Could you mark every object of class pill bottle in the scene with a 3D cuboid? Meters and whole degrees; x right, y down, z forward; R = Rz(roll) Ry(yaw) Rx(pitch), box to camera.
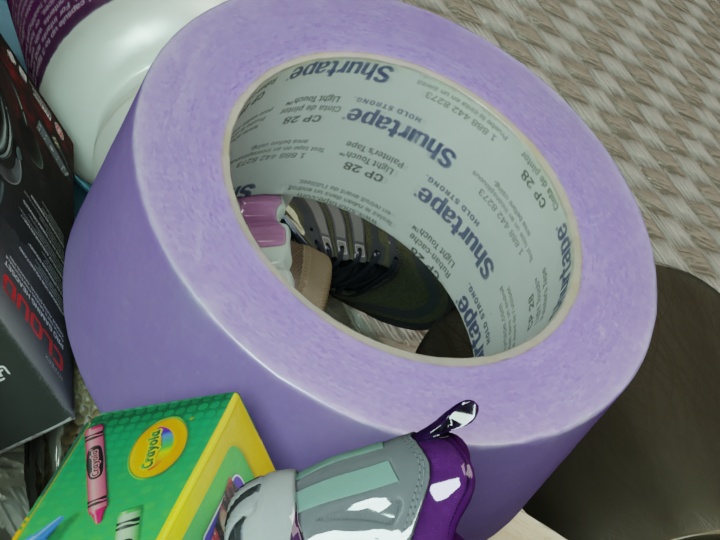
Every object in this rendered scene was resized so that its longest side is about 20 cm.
[{"bbox_3d":[-0.092,-0.102,0.933,0.112,0.112,0.200,28,28,-41],"label":"pill bottle"}]

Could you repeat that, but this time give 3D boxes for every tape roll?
[{"bbox_3d":[0.000,0.000,0.769,0.199,0.085,0.201,15,49,-17],"label":"tape roll"}]

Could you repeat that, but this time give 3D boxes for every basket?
[{"bbox_3d":[0.131,0.104,1.026,0.179,0.137,0.200,-1,33,-12],"label":"basket"}]

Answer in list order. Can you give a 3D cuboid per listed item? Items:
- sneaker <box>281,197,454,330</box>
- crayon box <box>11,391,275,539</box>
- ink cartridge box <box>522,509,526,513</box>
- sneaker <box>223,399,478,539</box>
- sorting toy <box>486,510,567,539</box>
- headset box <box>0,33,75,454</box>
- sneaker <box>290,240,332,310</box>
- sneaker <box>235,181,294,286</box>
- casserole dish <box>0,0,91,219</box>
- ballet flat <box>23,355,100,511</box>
[{"bbox_3d":[-0.029,-0.012,1.077,0.199,0.074,0.081,27,35,-28],"label":"sneaker"},{"bbox_3d":[-0.066,0.141,0.613,0.119,0.058,0.200,67,27,-25],"label":"crayon box"},{"bbox_3d":[0.054,0.176,0.867,0.200,0.084,0.145,47,22,-5],"label":"ink cartridge box"},{"bbox_3d":[0.037,0.139,0.622,0.074,0.087,0.201,-95,160,-75],"label":"sneaker"},{"bbox_3d":[0.101,0.207,0.751,0.200,0.070,0.199,33,58,-13],"label":"sorting toy"},{"bbox_3d":[-0.167,-0.032,0.755,0.149,0.077,0.200,59,11,-33],"label":"headset box"},{"bbox_3d":[-0.060,0.050,0.925,0.075,0.071,0.200,16,30,-6],"label":"sneaker"},{"bbox_3d":[-0.056,0.052,0.820,0.080,0.089,0.201,3,55,-29],"label":"sneaker"},{"bbox_3d":[-0.149,-0.088,1.004,0.121,0.039,0.201,26,30,-45],"label":"casserole dish"},{"bbox_3d":[-0.088,0.088,0.762,0.046,0.068,0.201,3,45,-20],"label":"ballet flat"}]
